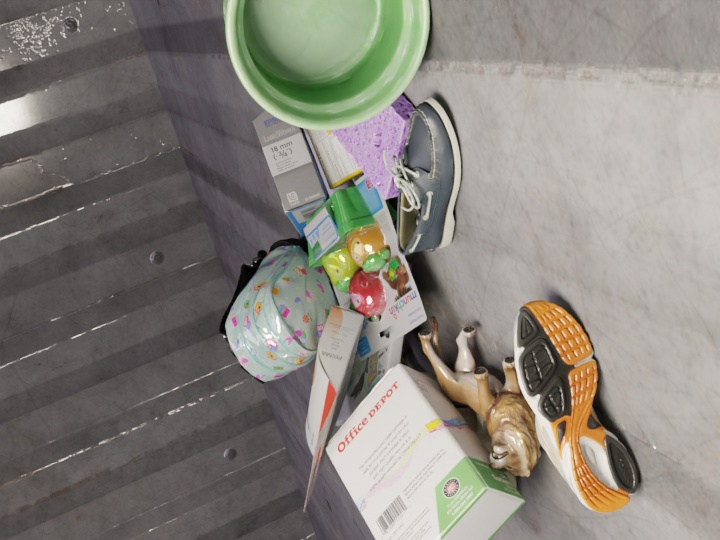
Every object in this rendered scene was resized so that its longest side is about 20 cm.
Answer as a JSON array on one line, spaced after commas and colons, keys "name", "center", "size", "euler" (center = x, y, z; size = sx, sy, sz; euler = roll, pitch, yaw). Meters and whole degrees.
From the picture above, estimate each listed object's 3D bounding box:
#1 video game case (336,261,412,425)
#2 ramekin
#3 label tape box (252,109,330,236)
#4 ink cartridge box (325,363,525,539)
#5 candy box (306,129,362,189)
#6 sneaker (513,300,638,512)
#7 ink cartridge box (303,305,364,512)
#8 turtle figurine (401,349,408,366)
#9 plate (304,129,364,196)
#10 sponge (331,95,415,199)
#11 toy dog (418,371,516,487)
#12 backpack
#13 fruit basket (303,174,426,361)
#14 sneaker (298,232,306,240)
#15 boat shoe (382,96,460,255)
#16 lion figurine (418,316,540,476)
[{"name": "video game case", "center": [0.011, 0.104, 1.225], "size": [0.182, 0.022, 0.202], "euler": [148, 134, -61]}, {"name": "ramekin", "center": [-0.040, -0.248, 0.869], "size": [0.098, 0.198, 0.202], "euler": [-124, 18, -59]}, {"name": "label tape box", "center": [-0.098, -0.163, 1.231], "size": [0.144, 0.063, 0.202], "euler": [64, -175, -78]}, {"name": "ink cartridge box", "center": [0.067, 0.230, 1.011], "size": [0.084, 0.145, 0.200], "euler": [28, -162, -43]}, {"name": "candy box", "center": [-0.040, -0.217, 1.157], "size": [0.102, 0.026, 0.202], "euler": [-23, 89, 51]}, {"name": "sneaker", "center": [0.183, 0.125, 0.835], "size": [0.092, 0.075, 0.202], "euler": [173, 77, -79]}, {"name": "ink cartridge box", "center": [-0.051, 0.169, 1.106], "size": [0.201, 0.050, 0.163], "euler": [-66, -9, -46]}, {"name": "turtle figurine", "center": [0.048, 0.155, 1.354], "size": [0.162, 0.064, 0.201], "euler": [52, 143, 21]}, {"name": "plate", "center": [-0.027, -0.136, 1.283], "size": [0.202, 0.032, 0.199], "euler": [69, 166, -2]}, {"name": "sponge", "center": [-0.001, -0.190, 1.049], "size": [0.200, 0.030, 0.112], "euler": [53, 146, 33]}, {"name": "toy dog", "center": [0.094, 0.210, 1.147], "size": [0.200, 0.138, 0.196], "euler": [-135, 40, -56]}, {"name": "backpack", "center": [-0.103, 0.055, 1.225], "size": [0.167, 0.200, 0.126], "euler": [46, 126, -9]}, {"name": "fruit basket", "center": [0.000, 0.000, 1.143], "size": [0.185, 0.093, 0.202], "euler": [-38, 63, 56]}, {"name": "sneaker", "center": [-0.052, 0.005, 1.490], "size": [0.082, 0.073, 0.202], "euler": [121, 126, -74]}, {"name": "boat shoe", "center": [0.063, -0.095, 0.961], "size": [0.201, 0.061, 0.075], "euler": [89, 157, -52]}, {"name": "lion figurine", "center": [0.136, 0.139, 1.018], "size": [0.200, 0.072, 0.123], "euler": [-132, 24, -58]}]
